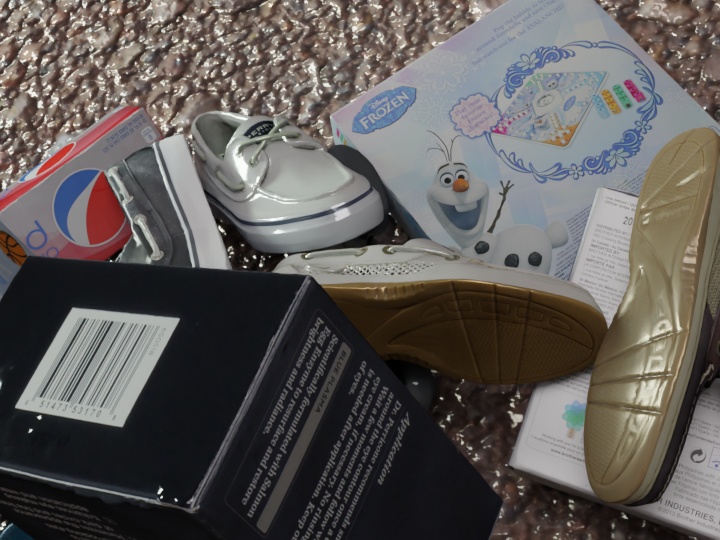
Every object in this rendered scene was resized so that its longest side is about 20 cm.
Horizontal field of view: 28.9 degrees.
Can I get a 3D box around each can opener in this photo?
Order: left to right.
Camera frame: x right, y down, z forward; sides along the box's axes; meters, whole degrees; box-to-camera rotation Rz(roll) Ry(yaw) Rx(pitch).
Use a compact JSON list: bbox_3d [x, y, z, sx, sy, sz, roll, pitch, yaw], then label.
[{"bbox_3d":[0.000,0.000,0.852,0.053,0.068,0.201,-3,41,-17],"label":"can opener"}]

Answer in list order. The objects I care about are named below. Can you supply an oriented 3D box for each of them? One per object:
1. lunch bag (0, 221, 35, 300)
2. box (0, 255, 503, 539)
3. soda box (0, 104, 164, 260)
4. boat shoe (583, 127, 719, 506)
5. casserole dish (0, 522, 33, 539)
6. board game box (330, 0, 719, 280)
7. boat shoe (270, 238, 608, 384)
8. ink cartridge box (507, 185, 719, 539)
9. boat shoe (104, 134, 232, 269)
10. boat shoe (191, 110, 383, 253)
[{"bbox_3d":[-0.268,0.065,0.796,0.199,0.170,0.124,-38,21,10],"label":"lunch bag"},{"bbox_3d":[-0.069,0.099,0.674,0.195,0.200,0.118,4,56,39],"label":"box"},{"bbox_3d":[-0.207,-0.023,0.901,0.199,0.070,0.063,-39,21,-14],"label":"soda box"},{"bbox_3d":[0.168,0.027,0.714,0.064,0.072,0.203,24,69,-23],"label":"boat shoe"},{"bbox_3d":[-0.127,0.193,0.800,0.197,0.039,0.123,-7,61,5],"label":"casserole dish"},{"bbox_3d":[0.115,-0.077,0.913,0.199,0.044,0.200,-33,64,-11],"label":"board game box"},{"bbox_3d":[0.039,0.013,0.771,0.197,0.072,0.070,5,37,11],"label":"boat shoe"},{"bbox_3d":[0.180,0.040,0.790,0.135,0.076,0.203,17,84,16],"label":"ink cartridge box"},{"bbox_3d":[-0.110,0.001,0.818,0.067,0.072,0.202,-19,52,-6],"label":"boat shoe"},{"bbox_3d":[-0.059,-0.060,0.856,0.073,0.068,0.199,-29,23,-27],"label":"boat shoe"}]
